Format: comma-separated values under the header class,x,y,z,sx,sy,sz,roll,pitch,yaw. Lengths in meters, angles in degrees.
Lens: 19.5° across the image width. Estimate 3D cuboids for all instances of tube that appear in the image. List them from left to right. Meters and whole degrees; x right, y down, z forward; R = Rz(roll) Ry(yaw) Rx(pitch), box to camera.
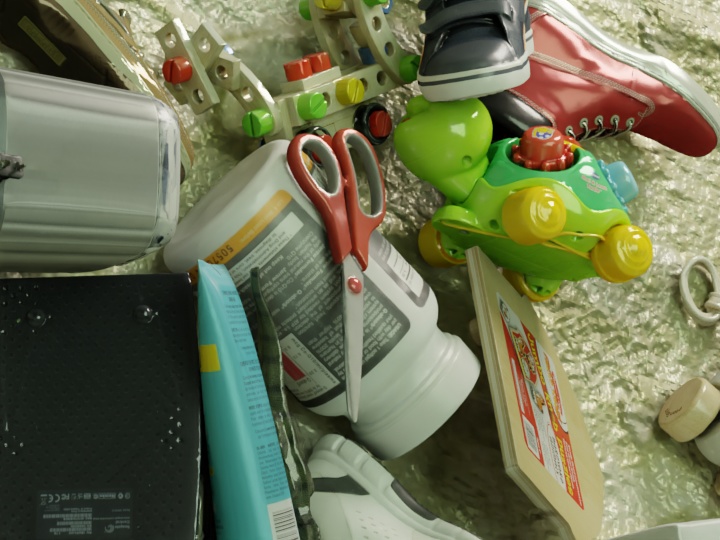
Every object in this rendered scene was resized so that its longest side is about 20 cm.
class,x,y,z,sx,sy,sz,roll,pitch,yaw
tube,-0.071,0.093,1.240,0.050,0.077,0.200,-9,88,2

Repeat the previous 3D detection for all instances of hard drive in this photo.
class,x,y,z,sx,sy,sz,roll,pitch,yaw
hard drive,-0.160,0.102,1.240,0.135,0.042,0.200,-2,71,2

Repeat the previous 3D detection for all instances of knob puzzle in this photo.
class,x,y,z,sx,sy,sz,roll,pitch,yaw
knob puzzle,0.119,0.104,1.435,0.220,0.030,0.220,57,20,-34

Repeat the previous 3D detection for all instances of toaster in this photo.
class,x,y,z,sx,sy,sz,roll,pitch,yaw
toaster,-0.190,-0.056,1.211,0.129,0.200,0.114,4,82,-33

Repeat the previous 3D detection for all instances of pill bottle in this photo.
class,x,y,z,sx,sy,sz,roll,pitch,yaw
pill bottle,-0.022,0.021,1.353,0.200,0.116,0.116,47,54,-13

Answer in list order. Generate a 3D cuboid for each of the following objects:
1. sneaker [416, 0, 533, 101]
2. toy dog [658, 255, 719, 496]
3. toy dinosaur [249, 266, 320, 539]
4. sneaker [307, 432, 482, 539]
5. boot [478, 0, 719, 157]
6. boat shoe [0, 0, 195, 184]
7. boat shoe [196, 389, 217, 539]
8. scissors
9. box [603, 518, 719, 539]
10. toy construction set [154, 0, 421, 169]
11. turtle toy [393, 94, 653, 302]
class,x,y,z,sx,sy,sz,roll,pitch,yaw
sneaker,0.076,-0.167,1.424,0.200,0.078,0.079,-65,145,-72
toy dog,0.306,0.077,1.574,0.132,0.096,0.200,27,61,-25
toy dinosaur,-0.067,0.101,1.304,0.047,0.088,0.200,-9,88,-42
sneaker,0.024,0.188,1.321,0.200,0.074,0.080,33,58,30
boot,0.173,-0.104,1.564,0.200,0.072,0.144,28,60,-15
boat shoe,-0.168,-0.142,1.342,0.200,0.072,0.076,52,42,-9
boat shoe,-0.111,0.141,1.277,0.060,0.076,0.200,-6,77,-42
scissors,0.000,0.000,1.289,0.073,0.014,0.200,7,61,-43
box,0.209,0.273,1.375,0.131,0.199,0.200,-2,76,-36
toy construction set,-0.037,-0.139,1.413,0.200,0.092,0.131,-21,104,-32
turtle toy,0.108,-0.053,1.445,0.200,0.146,0.101,23,70,-27
